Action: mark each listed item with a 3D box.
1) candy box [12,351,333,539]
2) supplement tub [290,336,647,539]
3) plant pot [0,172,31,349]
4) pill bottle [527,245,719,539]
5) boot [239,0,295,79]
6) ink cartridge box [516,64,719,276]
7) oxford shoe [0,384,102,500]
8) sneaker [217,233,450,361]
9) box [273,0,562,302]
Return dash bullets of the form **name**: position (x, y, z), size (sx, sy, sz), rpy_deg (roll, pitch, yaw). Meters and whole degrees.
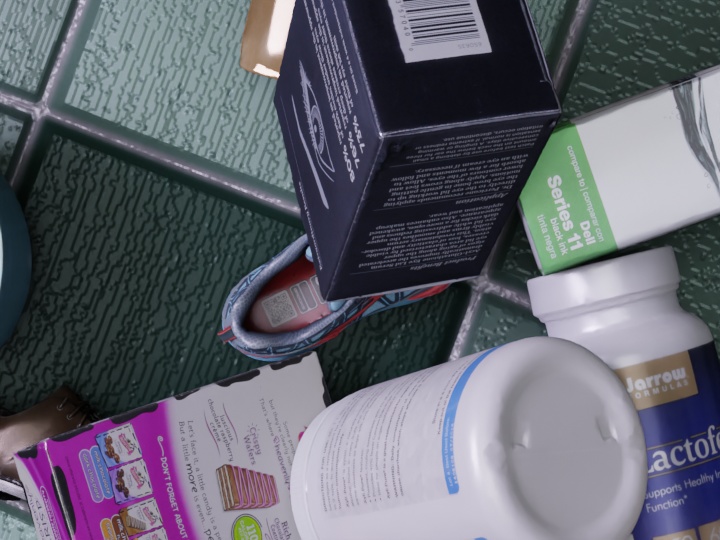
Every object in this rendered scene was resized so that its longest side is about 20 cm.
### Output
- **candy box**: position (-0.099, 0.144, 1.052), size (0.198, 0.061, 0.138), rpy_deg (-16, 87, -34)
- **supplement tub**: position (0.060, 0.120, 1.004), size (0.131, 0.199, 0.134), rpy_deg (9, 73, -32)
- **plant pot**: position (-0.298, -0.006, 1.075), size (0.198, 0.161, 0.203), rpy_deg (0, 89, 6)
- **pill bottle**: position (0.171, 0.092, 1.052), size (0.114, 0.116, 0.202), rpy_deg (-15, 88, 5)
- **boot**: position (0.025, -0.209, 1.084), size (0.173, 0.066, 0.202), rpy_deg (15, 103, 10)
- **ink cartridge box**: position (0.190, -0.069, 1.037), size (0.198, 0.147, 0.084), rpy_deg (-20, 89, 6)
- **oxford shoe**: position (-0.185, 0.121, 1.109), size (0.198, 0.073, 0.085), rpy_deg (13, 87, 5)
- **sneaker**: position (0.000, 0.000, 1.079), size (0.199, 0.096, 0.080), rpy_deg (-34, 88, 4)
- **box**: position (0.024, -0.094, 0.972), size (0.103, 0.200, 0.150), rpy_deg (-9, 67, -14)
